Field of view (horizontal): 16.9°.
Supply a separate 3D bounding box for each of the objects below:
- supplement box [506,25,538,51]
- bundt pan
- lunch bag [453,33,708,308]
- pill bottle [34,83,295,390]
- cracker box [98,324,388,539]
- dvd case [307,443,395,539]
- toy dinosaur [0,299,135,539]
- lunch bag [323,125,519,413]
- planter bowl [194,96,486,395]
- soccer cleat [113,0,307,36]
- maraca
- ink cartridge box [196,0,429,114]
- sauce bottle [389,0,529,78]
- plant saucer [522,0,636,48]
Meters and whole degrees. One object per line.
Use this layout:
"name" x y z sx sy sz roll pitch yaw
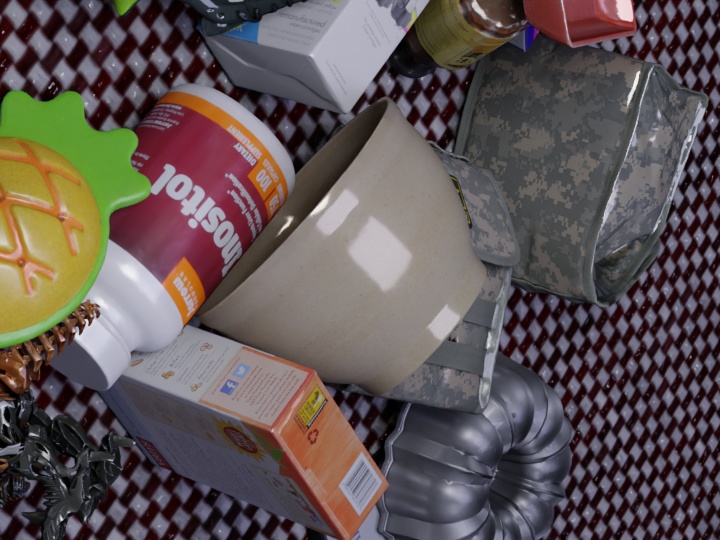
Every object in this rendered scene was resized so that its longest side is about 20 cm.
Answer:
"supplement box" 0.131 -0.286 1.829 0.200 0.101 0.103 -60 169 -13
"bundt pan" 0.105 0.168 1.998 0.202 0.076 0.203 -23 122 -44
"lunch bag" 0.162 -0.076 1.926 0.117 0.164 0.201 22 87 -54
"pill bottle" -0.142 -0.020 1.630 0.200 0.113 0.113 -53 137 -22
"cracker box" -0.091 0.102 1.669 0.058 0.200 0.134 -54 138 -22
"dvd case" 0.038 0.200 2.003 0.200 0.018 0.143 -41 133 -32
"toy dinosaur" -0.226 0.110 1.554 0.200 0.136 0.102 -58 174 37
"lunch bag" 0.031 -0.004 1.831 0.164 0.117 0.201 15 86 -49
"planter bowl" 0.000 0.000 1.658 0.135 0.200 0.200 42 67 -10
"soccer cleat" -0.070 -0.197 1.622 0.199 0.068 0.081 4 106 -6
"maraca" -0.219 -0.034 1.532 0.200 0.137 0.107 -52 177 -31
"ink cartridge box" -0.009 -0.215 1.710 0.200 0.115 0.068 -55 138 -21
"sauce bottle" 0.071 -0.182 1.765 0.066 0.200 0.066 2 83 -16
"plant saucer" 0.139 -0.256 1.685 0.200 0.037 0.200 -23 104 -70
